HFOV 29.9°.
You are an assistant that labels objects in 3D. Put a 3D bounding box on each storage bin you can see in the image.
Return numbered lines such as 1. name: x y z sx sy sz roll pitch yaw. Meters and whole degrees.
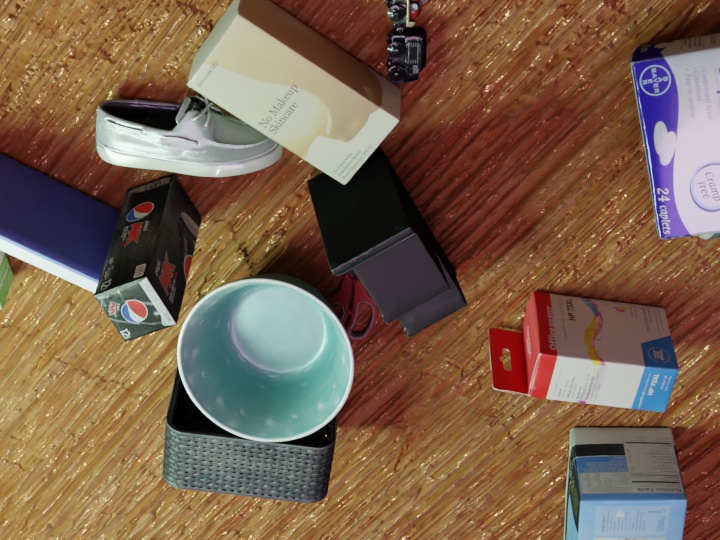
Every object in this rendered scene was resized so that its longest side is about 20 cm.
1. storage bin: -0.130 0.192 1.620 0.199 0.135 0.094 6 126 -2

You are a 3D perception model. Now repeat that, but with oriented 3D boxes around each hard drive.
1. hard drive: -0.339 -0.053 1.456 0.200 0.132 0.025 26 123 -16

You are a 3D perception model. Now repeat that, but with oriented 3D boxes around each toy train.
1. toy train: 0.049 -0.278 1.342 0.046 0.034 0.200 -1 126 -1

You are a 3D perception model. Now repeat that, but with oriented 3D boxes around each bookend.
1. bookend: 0.041 0.000 1.433 0.092 0.199 0.200 -29 121 7

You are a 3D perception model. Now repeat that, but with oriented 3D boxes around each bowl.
1. bowl: -0.101 0.083 1.547 0.200 0.105 0.201 2 112 5

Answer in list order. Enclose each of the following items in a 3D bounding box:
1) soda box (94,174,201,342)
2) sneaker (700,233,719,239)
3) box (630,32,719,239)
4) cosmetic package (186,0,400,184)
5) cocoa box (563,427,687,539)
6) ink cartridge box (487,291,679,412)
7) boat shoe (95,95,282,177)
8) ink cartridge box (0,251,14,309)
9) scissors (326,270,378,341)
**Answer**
1. soda box: -0.223 -0.016 1.436 0.063 0.200 0.071 -19 123 16
2. sneaker: 0.460 -0.084 1.440 0.121 0.084 0.200 36 119 -10
3. box: 0.381 -0.142 1.336 0.199 0.105 0.184 -8 103 16
4. cosmetic package: -0.066 -0.188 1.387 0.200 0.071 0.105 30 122 -18
5. cocoa box: 0.328 0.313 1.693 0.133 0.131 0.200 -1 125 3
6. ink cartridge box: 0.252 0.090 1.546 0.199 0.116 0.067 7 126 -4
7. boat shoe: -0.182 -0.147 1.422 0.200 0.070 0.072 3 129 3
8. ink cartridge box: -0.476 -0.047 1.505 0.117 0.067 0.200 -6 126 7
9. scissors: 0.000 0.000 1.557 0.073 0.014 0.200 14 124 -5
